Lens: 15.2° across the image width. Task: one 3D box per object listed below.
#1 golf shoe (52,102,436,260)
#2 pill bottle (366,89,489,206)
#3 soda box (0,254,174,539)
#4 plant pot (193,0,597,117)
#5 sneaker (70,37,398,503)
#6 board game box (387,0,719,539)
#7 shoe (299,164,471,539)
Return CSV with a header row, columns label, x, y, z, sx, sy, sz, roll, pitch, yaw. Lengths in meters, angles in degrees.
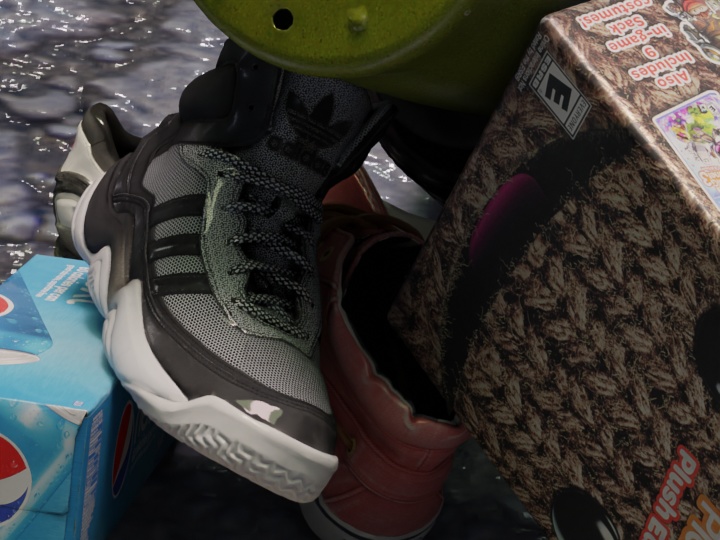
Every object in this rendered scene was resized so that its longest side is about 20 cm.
label,x,y,z,sx,sy,sz,roll,pitch,yaw
golf shoe,-0.027,-0.016,1.104,0.199,0.092,0.073,7,27,-1
pill bottle,0.061,-0.076,1.115,0.111,0.112,0.200,13,-4,13
soda box,-0.109,0.048,0.952,0.067,0.065,0.200,9,12,5
plant pot,0.031,-0.136,0.895,0.200,0.201,0.193,21,18,25
sneaker,-0.034,-0.013,0.915,0.075,0.114,0.200,28,16,-30
board game box,0.122,0.029,0.865,0.097,0.160,0.200,-20,62,-34
shoe,0.000,0.000,1.006,0.071,0.091,0.201,0,55,-21
